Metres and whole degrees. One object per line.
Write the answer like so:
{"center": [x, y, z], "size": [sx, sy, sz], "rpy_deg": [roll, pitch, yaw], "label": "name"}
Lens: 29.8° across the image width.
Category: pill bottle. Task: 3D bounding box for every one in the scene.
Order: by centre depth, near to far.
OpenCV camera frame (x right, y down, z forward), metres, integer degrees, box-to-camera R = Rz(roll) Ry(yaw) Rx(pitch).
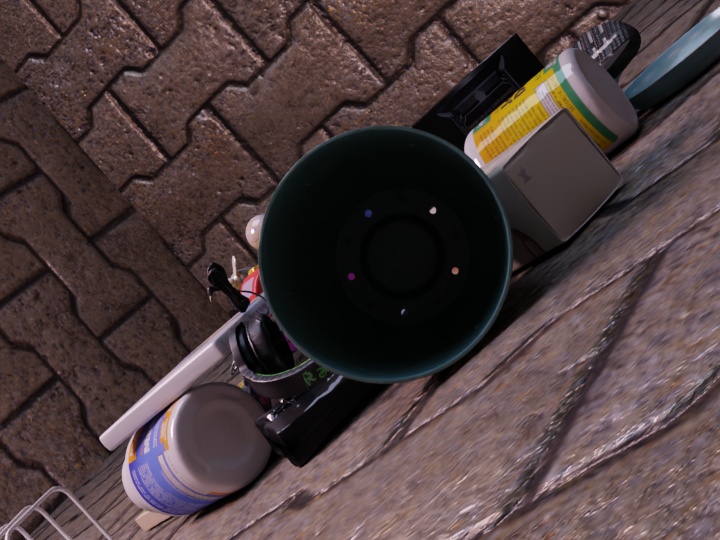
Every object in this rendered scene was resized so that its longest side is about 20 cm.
{"center": [-0.180, 0.194, 1.416], "size": [0.112, 0.112, 0.200], "rpy_deg": [-44, 5, -35], "label": "pill bottle"}
{"center": [0.181, -0.129, 1.419], "size": [0.200, 0.113, 0.113], "rpy_deg": [-40, 4, 26], "label": "pill bottle"}

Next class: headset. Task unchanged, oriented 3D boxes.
{"center": [-0.079, 0.045, 1.264], "size": [0.123, 0.094, 0.200], "rpy_deg": [-43, 29, -13], "label": "headset"}

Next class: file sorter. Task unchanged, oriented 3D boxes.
{"center": [-0.390, 0.361, 1.552], "size": [0.200, 0.125, 0.139], "rpy_deg": [-39, 5, 28], "label": "file sorter"}

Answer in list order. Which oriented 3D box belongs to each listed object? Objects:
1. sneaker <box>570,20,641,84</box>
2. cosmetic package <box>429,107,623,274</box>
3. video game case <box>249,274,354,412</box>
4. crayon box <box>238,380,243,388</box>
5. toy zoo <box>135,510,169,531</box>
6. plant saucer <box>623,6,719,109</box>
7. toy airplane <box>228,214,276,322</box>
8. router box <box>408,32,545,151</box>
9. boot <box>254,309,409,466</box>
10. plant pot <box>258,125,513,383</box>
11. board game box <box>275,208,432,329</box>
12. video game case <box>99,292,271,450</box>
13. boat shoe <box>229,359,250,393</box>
{"center": [0.249, -0.192, 1.497], "size": [0.200, 0.080, 0.074], "rpy_deg": [-49, 24, 40], "label": "sneaker"}
{"center": [0.134, -0.054, 1.239], "size": [0.103, 0.087, 0.200], "rpy_deg": [-42, 3, -28], "label": "cosmetic package"}
{"center": [-0.035, 0.074, 1.417], "size": [0.200, 0.036, 0.181], "rpy_deg": [-43, -19, -20], "label": "video game case"}
{"center": [-0.044, 0.081, 1.701], "size": [0.173, 0.058, 0.200], "rpy_deg": [-45, 5, -38], "label": "crayon box"}
{"center": [-0.182, 0.233, 1.661], "size": [0.200, 0.020, 0.131], "rpy_deg": [-44, 5, -37], "label": "toy zoo"}
{"center": [0.363, -0.237, 1.466], "size": [0.200, 0.027, 0.200], "rpy_deg": [-42, 4, 3], "label": "plant saucer"}
{"center": [-0.081, -0.018, 1.687], "size": [0.200, 0.141, 0.199], "rpy_deg": [-42, 5, -4], "label": "toy airplane"}
{"center": [0.163, -0.159, 1.600], "size": [0.200, 0.157, 0.052], "rpy_deg": [-43, 4, -25], "label": "router box"}
{"center": [-0.016, 0.098, 1.294], "size": [0.200, 0.066, 0.165], "rpy_deg": [-47, 3, -12], "label": "boot"}
{"center": [0.029, -0.012, 1.129], "size": [0.200, 0.201, 0.161], "rpy_deg": [-41, -5, 6], "label": "plant pot"}
{"center": [0.000, 0.000, 1.482], "size": [0.199, 0.043, 0.200], "rpy_deg": [-21, -34, -55], "label": "board game box"}
{"center": [-0.167, 0.094, 1.422], "size": [0.200, 0.024, 0.182], "rpy_deg": [-39, 3, 32], "label": "video game case"}
{"center": [-0.111, 0.107, 1.569], "size": [0.075, 0.062, 0.200], "rpy_deg": [-48, -17, -17], "label": "boat shoe"}
